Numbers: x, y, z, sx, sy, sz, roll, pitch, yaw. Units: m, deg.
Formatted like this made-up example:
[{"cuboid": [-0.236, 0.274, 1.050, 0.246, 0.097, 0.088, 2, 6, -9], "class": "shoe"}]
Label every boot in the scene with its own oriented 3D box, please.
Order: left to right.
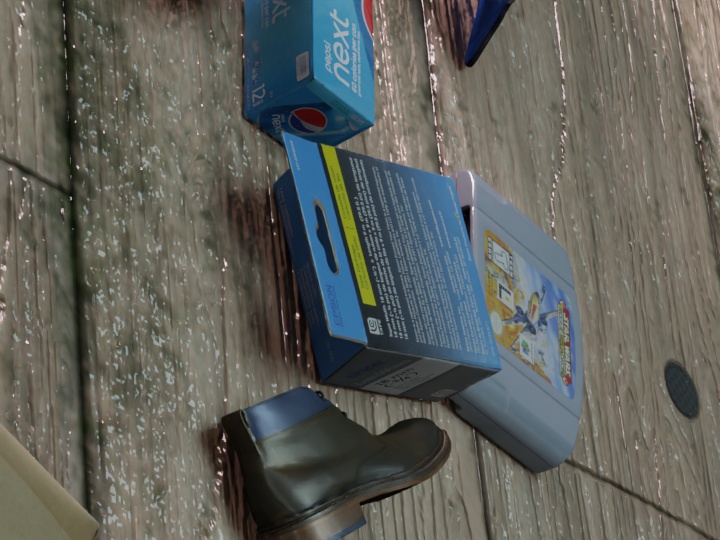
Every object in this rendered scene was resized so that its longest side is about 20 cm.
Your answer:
[{"cuboid": [-0.012, 0.103, 1.817, 0.200, 0.075, 0.097, -31, 97, -58], "class": "boot"}]

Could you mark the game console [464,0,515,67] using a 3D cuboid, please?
[{"cuboid": [0.170, -0.253, 2.240, 0.200, 0.170, 0.119, -75, 162, -48], "class": "game console"}]

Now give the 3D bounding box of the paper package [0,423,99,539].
[{"cuboid": [-0.252, 0.113, 1.322, 0.200, 0.190, 0.104, 48, 38, -23], "class": "paper package"}]

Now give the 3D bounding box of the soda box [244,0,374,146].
[{"cuboid": [-0.035, -0.180, 2.007, 0.068, 0.064, 0.201, 35, 41, -39], "class": "soda box"}]

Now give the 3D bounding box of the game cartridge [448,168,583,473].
[{"cuboid": [0.108, 0.038, 2.094, 0.133, 0.041, 0.201, 34, 41, -35], "class": "game cartridge"}]

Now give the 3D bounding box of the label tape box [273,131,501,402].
[{"cuboid": [0.000, 0.000, 1.924, 0.200, 0.063, 0.145, 13, 57, -53], "class": "label tape box"}]
